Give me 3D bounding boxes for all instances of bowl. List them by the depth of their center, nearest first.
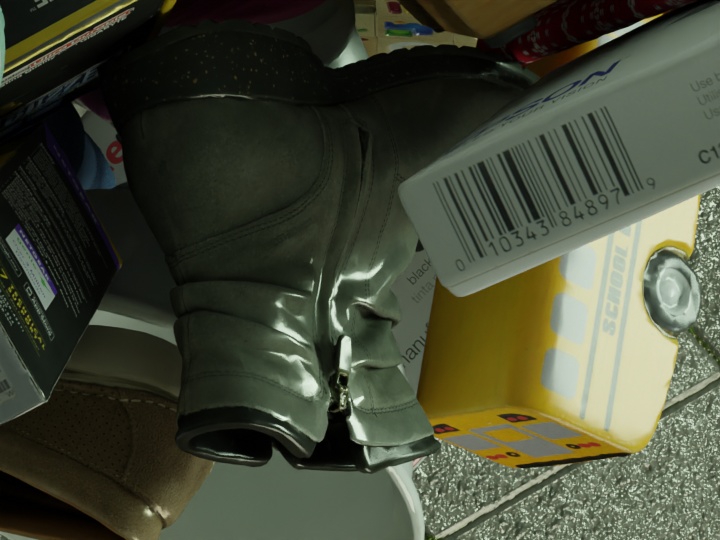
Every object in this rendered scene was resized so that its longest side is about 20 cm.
[{"bbox_3d":[-0.063,0.032,0.837,0.201,0.201,0.091,-28,-146,50],"label":"bowl"}]

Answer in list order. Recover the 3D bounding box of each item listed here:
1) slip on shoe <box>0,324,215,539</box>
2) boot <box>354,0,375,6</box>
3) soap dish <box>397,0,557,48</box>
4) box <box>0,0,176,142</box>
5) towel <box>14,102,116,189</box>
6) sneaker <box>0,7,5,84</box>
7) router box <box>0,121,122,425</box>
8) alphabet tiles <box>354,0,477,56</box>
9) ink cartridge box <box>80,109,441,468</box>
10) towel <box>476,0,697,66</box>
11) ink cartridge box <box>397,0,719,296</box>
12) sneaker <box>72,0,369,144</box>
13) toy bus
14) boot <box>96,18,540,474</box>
[{"bbox_3d":[-0.139,0.051,0.766,0.199,0.076,0.061,7,-124,20],"label":"slip on shoe"},{"bbox_3d":[0.076,-0.136,1.089,0.175,0.066,0.200,-41,-153,-14],"label":"boot"},{"bbox_3d":[0.066,-0.135,0.752,0.157,0.081,0.200,-29,-172,-1],"label":"soap dish"},{"bbox_3d":[-0.151,-0.043,0.686,0.200,0.049,0.160,-30,-177,-11],"label":"box"},{"bbox_3d":[-0.143,-0.020,0.875,0.112,0.049,0.200,-39,167,-5],"label":"towel"},{"bbox_3d":[-0.170,-0.017,0.508,0.200,0.078,0.140,-38,179,-3],"label":"sneaker"},{"bbox_3d":[-0.169,0.038,0.656,0.199,0.052,0.157,-28,-170,6],"label":"router box"},{"bbox_3d":[0.057,-0.093,1.074,0.166,0.006,0.200,3,169,2],"label":"alphabet tiles"},{"bbox_3d":[-0.035,-0.002,1.013,0.145,0.200,0.083,-47,175,11],"label":"ink cartridge box"},{"bbox_3d":[0.130,-0.111,0.753,0.144,0.023,0.200,-30,-173,-22],"label":"towel"},{"bbox_3d":[0.130,-0.072,0.711,0.199,0.041,0.200,-24,-174,27],"label":"ink cartridge box"},{"bbox_3d":[-0.059,-0.063,0.892,0.081,0.088,0.200,-29,-161,-23],"label":"sneaker"},{"bbox_3d":[0.077,-0.032,0.867,0.078,0.201,0.065,24,157,-34],"label":"toy bus"},{"bbox_3d":[0.000,0.000,0.749,0.068,0.131,0.200,-20,168,37],"label":"boot"}]
